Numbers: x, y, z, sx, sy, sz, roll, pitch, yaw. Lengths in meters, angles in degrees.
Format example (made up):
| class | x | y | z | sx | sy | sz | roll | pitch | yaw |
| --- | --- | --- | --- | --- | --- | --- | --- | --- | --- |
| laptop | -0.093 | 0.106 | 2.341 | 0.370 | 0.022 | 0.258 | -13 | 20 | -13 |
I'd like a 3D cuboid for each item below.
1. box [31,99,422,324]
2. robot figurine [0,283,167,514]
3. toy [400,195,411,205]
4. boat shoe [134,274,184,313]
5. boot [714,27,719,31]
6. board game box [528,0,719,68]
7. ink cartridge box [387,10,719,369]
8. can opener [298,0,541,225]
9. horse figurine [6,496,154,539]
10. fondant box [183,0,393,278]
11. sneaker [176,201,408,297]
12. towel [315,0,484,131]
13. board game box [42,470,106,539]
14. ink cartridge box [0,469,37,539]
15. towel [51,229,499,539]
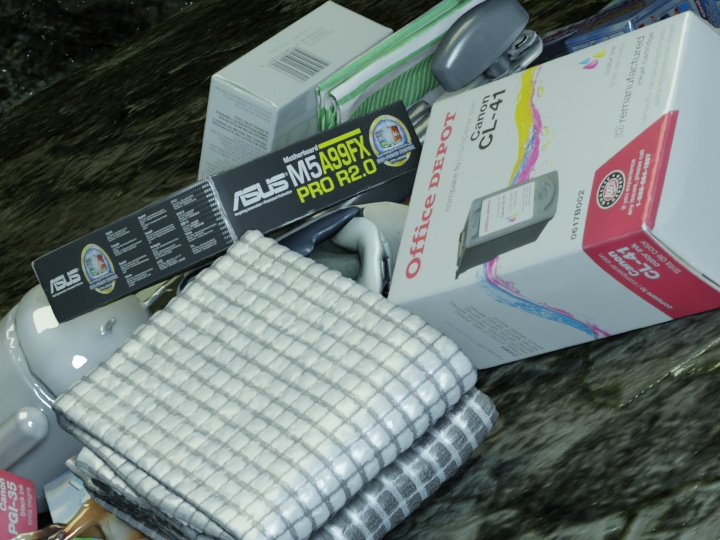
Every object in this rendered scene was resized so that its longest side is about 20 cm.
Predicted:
| class | x | y | z | sx | sy | sz | roll | pitch | yaw |
| --- | --- | --- | --- | --- | --- | --- | --- | --- | --- |
| box | -0.079 | -0.034 | 1.633 | 0.160 | 0.044 | 0.200 | -23 | 1 | -39 |
| robot figurine | -0.201 | 0.080 | 1.772 | 0.200 | 0.113 | 0.170 | -44 | 9 | 30 |
| toy | 0.025 | -0.029 | 1.829 | 0.200 | 0.047 | 0.115 | -34 | 6 | -13 |
| boat shoe | -0.130 | 0.043 | 1.934 | 0.064 | 0.071 | 0.200 | 13 | 26 | 24 |
| boot | 0.152 | -0.075 | 1.686 | 0.200 | 0.073 | 0.151 | -15 | 20 | 32 |
| board game box | 0.166 | -0.142 | 1.849 | 0.200 | 0.062 | 0.200 | -22 | 7 | 21 |
| ink cartridge box | 0.121 | -0.041 | 1.507 | 0.200 | 0.086 | 0.148 | -16 | 50 | 43 |
| can opener | 0.033 | -0.099 | 1.768 | 0.200 | 0.067 | 0.053 | -40 | 23 | -3 |
| horse figurine | -0.132 | 0.155 | 1.486 | 0.132 | 0.050 | 0.200 | -26 | 31 | -5 |
| fondant box | -0.051 | -0.065 | 1.854 | 0.058 | 0.200 | 0.144 | 28 | 39 | 21 |
| sneaker | 0.000 | 0.000 | 1.651 | 0.199 | 0.080 | 0.130 | -11 | 1 | -39 |
| towel | 0.033 | -0.093 | 1.860 | 0.153 | 0.200 | 0.023 | -37 | 59 | -24 |
| board game box | -0.114 | 0.126 | 1.642 | 0.151 | 0.037 | 0.200 | -33 | 13 | -4 |
| ink cartridge box | -0.314 | 0.153 | 1.632 | 0.146 | 0.200 | 0.083 | -22 | 56 | 32 |
| towel | -0.048 | 0.084 | 1.433 | 0.166 | 0.086 | 0.200 | -42 | 40 | -19 |
